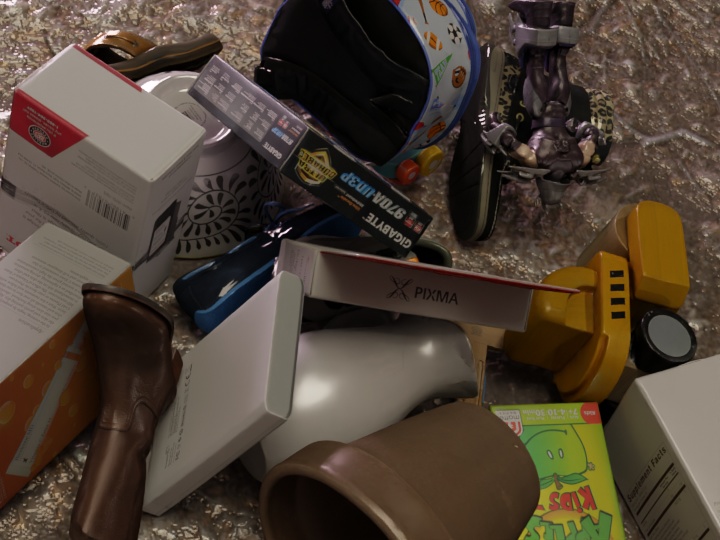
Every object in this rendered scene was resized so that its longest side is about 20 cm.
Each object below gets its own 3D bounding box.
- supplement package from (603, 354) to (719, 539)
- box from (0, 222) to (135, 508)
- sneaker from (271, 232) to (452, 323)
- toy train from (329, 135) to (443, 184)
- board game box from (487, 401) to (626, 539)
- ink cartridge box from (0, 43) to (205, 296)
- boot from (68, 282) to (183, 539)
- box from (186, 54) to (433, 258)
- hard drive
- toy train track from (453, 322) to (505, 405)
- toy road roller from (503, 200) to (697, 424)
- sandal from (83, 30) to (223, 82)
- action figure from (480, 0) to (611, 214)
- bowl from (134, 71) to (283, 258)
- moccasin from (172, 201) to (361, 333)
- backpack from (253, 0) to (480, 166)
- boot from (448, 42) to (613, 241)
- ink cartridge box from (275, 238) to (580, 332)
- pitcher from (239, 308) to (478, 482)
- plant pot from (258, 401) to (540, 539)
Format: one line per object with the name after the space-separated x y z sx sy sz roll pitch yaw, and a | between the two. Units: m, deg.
0.312 0.189 1.512 0.121 0.120 0.200 -13 60 -21 | supplement package
-0.277 0.078 1.421 0.097 0.125 0.200 25 51 26 | box
0.000 0.000 1.550 0.200 0.079 0.074 -16 101 -44 | sneaker
0.019 -0.157 1.726 0.150 0.056 0.201 11 52 0 | toy train
0.167 0.213 1.489 0.101 0.048 0.201 0 62 -15 | board game box
-0.228 -0.070 1.507 0.145 0.200 0.083 33 50 10 | ink cartridge box
-0.197 0.131 1.366 0.064 0.187 0.201 7 64 18 | boot
-0.045 -0.100 1.513 0.159 0.046 0.200 34 4 -38 | box
-0.114 0.102 1.417 0.027 0.200 0.132 24 49 -25 | hard drive
0.095 0.098 1.579 0.114 0.033 0.201 16 58 -12 | toy train track
0.210 0.029 1.583 0.145 0.123 0.201 16 52 -16 | toy road roller
-0.223 -0.204 1.668 0.199 0.082 0.055 -20 89 -29 | sandal
0.177 -0.153 1.657 0.130 0.069 0.201 0 88 -37 | action figure
-0.161 -0.118 1.623 0.200 0.094 0.201 7 55 -10 | bowl
-0.083 -0.021 1.583 0.200 0.081 0.068 -30 53 -35 | moccasin
0.018 -0.199 1.619 0.154 0.200 0.191 -17 60 -36 | backpack
0.171 -0.112 1.717 0.153 0.073 0.204 15 68 -21 | boot
0.051 0.015 1.433 0.199 0.176 0.045 9 92 -22 | ink cartridge box
-0.025 0.095 1.504 0.199 0.122 0.171 -24 26 -23 | pitcher
0.046 0.195 1.394 0.200 0.201 0.174 43 54 17 | plant pot
